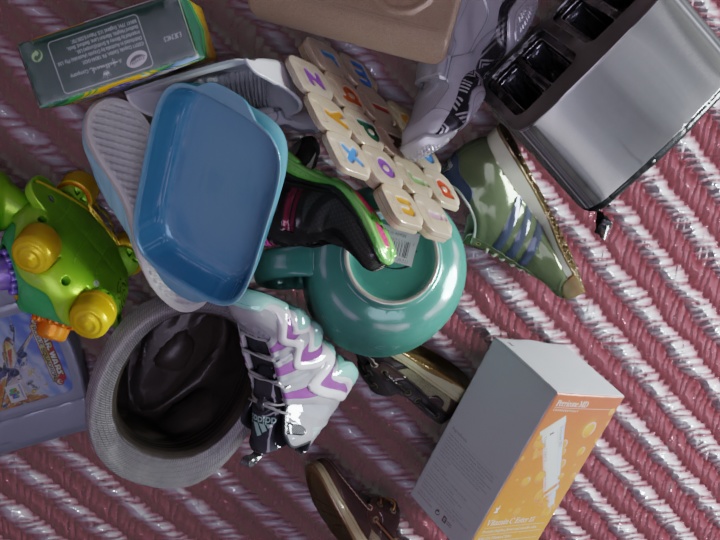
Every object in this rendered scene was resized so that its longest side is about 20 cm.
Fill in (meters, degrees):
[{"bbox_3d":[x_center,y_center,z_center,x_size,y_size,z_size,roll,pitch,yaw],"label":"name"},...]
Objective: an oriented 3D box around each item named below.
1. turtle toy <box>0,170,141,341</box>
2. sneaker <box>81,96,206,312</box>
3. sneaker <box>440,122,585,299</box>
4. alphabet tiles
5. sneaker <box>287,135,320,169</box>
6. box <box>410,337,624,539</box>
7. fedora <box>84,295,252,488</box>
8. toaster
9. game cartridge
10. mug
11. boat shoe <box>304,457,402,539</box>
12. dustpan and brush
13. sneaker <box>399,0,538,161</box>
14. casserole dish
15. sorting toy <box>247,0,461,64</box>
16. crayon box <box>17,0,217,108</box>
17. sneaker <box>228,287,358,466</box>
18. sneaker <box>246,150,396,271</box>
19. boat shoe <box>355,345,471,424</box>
[{"bbox_3d":[-0.288,-0.020,0.938,0.100,0.146,0.201,-29,112,21],"label":"turtle toy"},{"bbox_3d":[-0.189,-0.061,0.928,0.073,0.082,0.203,-24,105,-17],"label":"sneaker"},{"bbox_3d":[0.144,-0.044,1.023,0.089,0.067,0.201,-25,116,16],"label":"sneaker"},{"bbox_3d":[0.013,-0.114,0.897,0.015,0.202,0.195,-38,154,25],"label":"alphabet tiles"},{"bbox_3d":[-0.125,-0.071,0.969,0.199,0.074,0.080,-31,108,6],"label":"sneaker"},{"bbox_3d":[0.161,0.182,1.072,0.123,0.097,0.202,8,115,-43],"label":"box"},{"bbox_3d":[-0.183,0.102,1.014,0.175,0.090,0.202,17,102,-28],"label":"fedora"},{"bbox_3d":[0.212,-0.163,0.904,0.118,0.201,0.181,39,104,-25],"label":"toaster"},{"bbox_3d":[-0.347,0.085,1.025,0.131,0.042,0.202,-14,114,3],"label":"game cartridge"},{"bbox_3d":[0.009,0.006,0.955,0.184,0.114,0.153,-31,83,-11],"label":"mug"},{"bbox_3d":[0.011,0.278,1.143,0.072,0.072,0.201,-39,104,-23],"label":"boat shoe"},{"bbox_3d":[-0.089,-0.145,0.903,0.138,0.199,0.058,-8,96,33],"label":"dustpan and brush"},{"bbox_3d":[0.067,-0.200,0.913,0.114,0.075,0.201,38,74,-14],"label":"sneaker"},{"bbox_3d":[-0.119,-0.064,0.835,0.120,0.039,0.202,30,126,12],"label":"casserole dish"},{"bbox_3d":[0.012,-0.292,0.868,0.183,0.036,0.203,17,99,13],"label":"sorting toy"},{"bbox_3d":[-0.187,-0.178,0.841,0.124,0.200,0.052,-18,102,1],"label":"crayon box"},{"bbox_3d":[-0.082,0.113,0.957,0.200,0.077,0.141,47,66,-46],"label":"sneaker"},{"bbox_3d":[-0.050,-0.045,0.883,0.084,0.199,0.077,-55,149,-6],"label":"sneaker"},{"bbox_3d":[0.031,0.099,1.058,0.199,0.073,0.065,32,101,-18],"label":"boat shoe"}]
